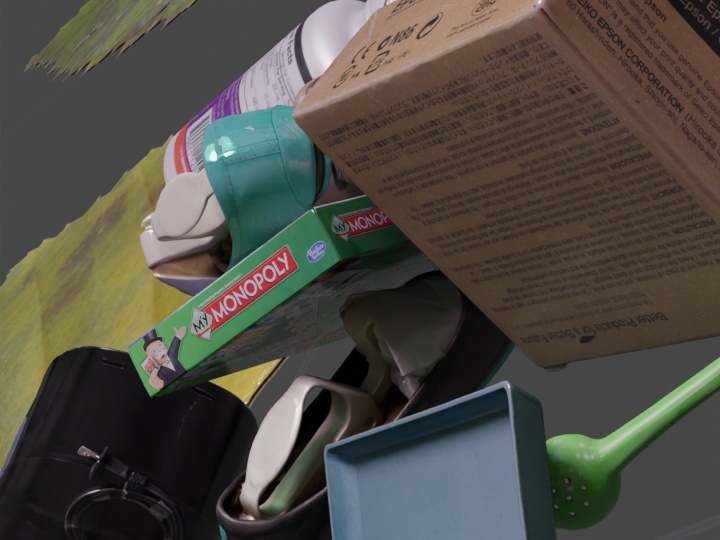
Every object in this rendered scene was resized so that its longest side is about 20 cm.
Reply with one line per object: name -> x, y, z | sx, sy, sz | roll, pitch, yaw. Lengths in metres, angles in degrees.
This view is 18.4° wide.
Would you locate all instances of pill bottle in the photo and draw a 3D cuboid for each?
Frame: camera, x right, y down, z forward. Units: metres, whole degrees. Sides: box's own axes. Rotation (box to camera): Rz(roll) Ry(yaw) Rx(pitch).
pill bottle -> -0.016, -0.092, 1.342 | 0.200, 0.111, 0.111 | -37, 20, 31

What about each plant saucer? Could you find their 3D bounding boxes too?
plant saucer -> 0.028, 0.092, 0.880 | 0.200, 0.019, 0.070 | 152, 115, -66

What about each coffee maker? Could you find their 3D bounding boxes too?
coffee maker -> -0.113, 0.126, 1.052 | 0.192, 0.135, 0.200 | -44, 15, 25

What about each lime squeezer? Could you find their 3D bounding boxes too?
lime squeezer -> 0.072, 0.076, 0.867 | 0.200, 0.038, 0.071 | -33, 25, 47

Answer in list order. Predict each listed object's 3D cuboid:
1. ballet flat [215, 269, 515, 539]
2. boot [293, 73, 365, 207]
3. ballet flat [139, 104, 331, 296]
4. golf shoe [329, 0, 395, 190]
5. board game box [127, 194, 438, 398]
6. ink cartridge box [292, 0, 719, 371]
ballet flat -> 0.006, 0.057, 1.018 | 0.068, 0.068, 0.200 | 25, 74, 48
boot -> -0.013, -0.043, 1.144 | 0.146, 0.200, 0.070 | -23, 68, 34
ballet flat -> -0.069, -0.025, 1.061 | 0.200, 0.070, 0.067 | 124, 137, -66
golf shoe -> 0.035, -0.123, 1.022 | 0.077, 0.088, 0.200 | 1, 48, 49
board game box -> 0.000, 0.000, 1.061 | 0.135, 0.029, 0.200 | -35, -11, 35
ink cartridge box -> 0.088, -0.048, 0.883 | 0.075, 0.165, 0.200 | -53, 18, -24
